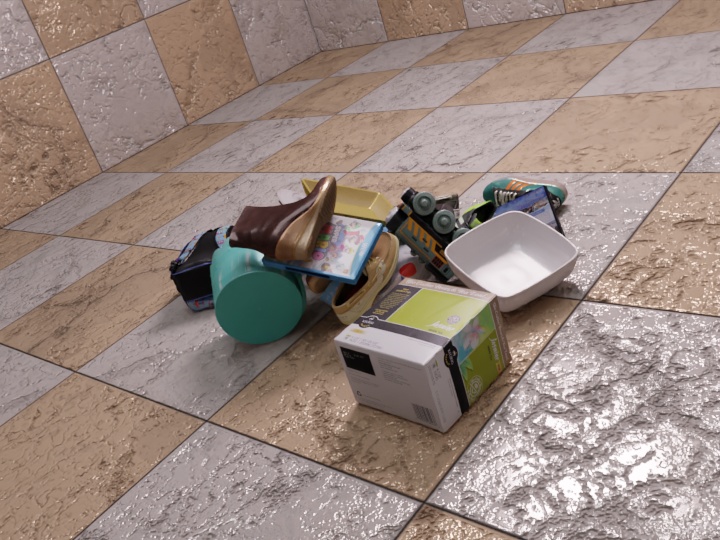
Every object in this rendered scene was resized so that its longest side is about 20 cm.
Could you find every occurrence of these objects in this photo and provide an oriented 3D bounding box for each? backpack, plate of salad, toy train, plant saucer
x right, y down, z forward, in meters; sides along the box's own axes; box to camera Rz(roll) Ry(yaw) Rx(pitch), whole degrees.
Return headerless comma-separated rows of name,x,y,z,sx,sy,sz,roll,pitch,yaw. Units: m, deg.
backpack,-0.344,-0.019,1.813,0.180,0.136,0.201,-16,26,8
plate of salad,-0.104,-0.113,1.682,0.048,0.198,0.201,-55,19,18
toy train,0.141,-0.069,1.499,0.114,0.200,0.085,-48,0,4
plant saucer,-0.021,-0.129,1.638,0.197,0.049,0.200,8,23,-21

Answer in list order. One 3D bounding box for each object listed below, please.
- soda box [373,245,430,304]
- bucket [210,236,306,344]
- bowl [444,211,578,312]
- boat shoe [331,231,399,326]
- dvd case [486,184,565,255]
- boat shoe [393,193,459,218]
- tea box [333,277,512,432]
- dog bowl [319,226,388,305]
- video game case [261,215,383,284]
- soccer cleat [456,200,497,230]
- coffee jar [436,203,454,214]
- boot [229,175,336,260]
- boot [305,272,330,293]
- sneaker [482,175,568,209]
soda box,0.075,0.019,1.530,0.068,0.064,0.200,3,34,37
bucket,-0.207,0.038,1.539,0.205,0.209,0.135,-19,36,1
bowl,0.277,-0.010,1.401,0.198,0.075,0.200,-29,42,-17
boat shoe,0.010,0.006,1.436,0.073,0.066,0.202,10,66,38
dvd case,0.334,-0.091,1.554,0.141,0.018,0.201,-26,30,18
boat shoe,0.133,-0.151,1.779,0.197,0.065,0.071,-3,8,7
tea box,0.102,0.127,1.221,0.199,0.135,0.196,11,39,46
dog bowl,0.000,0.000,1.547,0.200,0.050,0.111,-46,-1,-3
video game case,-0.072,-0.050,1.445,0.197,0.018,0.144,12,53,22
soccer cleat,0.212,-0.074,1.572,0.200,0.067,0.081,-50,6,-27
coffee jar,0.112,-0.091,1.693,0.197,0.086,0.105,-7,27,24
boot,-0.145,-0.112,1.444,0.164,0.073,0.202,11,58,19
boot,-0.116,-0.037,1.519,0.073,0.166,0.200,-52,-4,15
sneaker,0.351,-0.162,1.682,0.198,0.072,0.080,4,30,37
